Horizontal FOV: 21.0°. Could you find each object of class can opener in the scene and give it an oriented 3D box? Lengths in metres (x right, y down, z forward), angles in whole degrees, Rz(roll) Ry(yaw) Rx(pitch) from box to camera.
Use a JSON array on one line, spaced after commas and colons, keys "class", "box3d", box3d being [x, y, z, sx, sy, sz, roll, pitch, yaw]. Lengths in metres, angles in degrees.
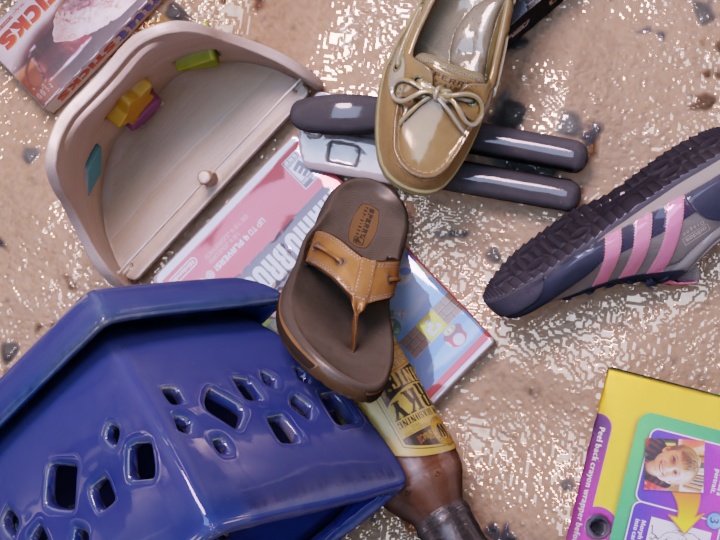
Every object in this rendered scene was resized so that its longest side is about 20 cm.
[{"class": "can opener", "box3d": [0.050, -0.080, 1.292, 0.198, 0.067, 0.054, 11, 89, 10]}]

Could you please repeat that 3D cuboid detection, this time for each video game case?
[{"class": "video game case", "box3d": [-0.026, 0.027, 1.320, 0.143, 0.017, 0.200, -45, 78, 2]}]

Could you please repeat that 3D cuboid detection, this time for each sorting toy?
[{"class": "sorting toy", "box3d": [-0.140, -0.099, 1.273, 0.107, 0.180, 0.200, 44, 91, 12]}]

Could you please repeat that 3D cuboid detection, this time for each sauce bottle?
[{"class": "sauce bottle", "box3d": [0.025, 0.110, 1.261, 0.064, 0.065, 0.201, -31, 81, 5]}]

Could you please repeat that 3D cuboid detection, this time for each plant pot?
[{"class": "plant pot", "box3d": [-0.123, 0.118, 1.212, 0.200, 0.199, 0.181, -41, 69, 32]}]

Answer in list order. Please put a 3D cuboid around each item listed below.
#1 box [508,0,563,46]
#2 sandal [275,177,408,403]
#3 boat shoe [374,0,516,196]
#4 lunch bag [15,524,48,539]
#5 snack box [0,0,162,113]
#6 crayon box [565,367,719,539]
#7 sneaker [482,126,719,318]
[{"class": "box", "box3d": [0.088, -0.274, 1.323, 0.160, 0.044, 0.200, -40, 78, 3]}, {"class": "sandal", "box3d": [0.000, 0.000, 1.233, 0.081, 0.201, 0.055, 26, 130, -6]}, {"class": "boat shoe", "box3d": [0.062, -0.148, 1.248, 0.073, 0.063, 0.202, 23, 82, -2]}, {"class": "lunch bag", "box3d": [-0.276, 0.207, 1.295, 0.199, 0.127, 0.171, 35, 87, -1]}, {"class": "snack box", "box3d": [-0.174, -0.207, 1.371, 0.200, 0.024, 0.072, -46, 77, 2]}, {"class": "crayon box", "box3d": [0.217, 0.181, 1.238, 0.171, 0.058, 0.202, 14, 86, 10]}, {"class": "sneaker", "box3d": [0.178, -0.010, 1.264, 0.199, 0.070, 0.082, -31, 110, 9]}]
